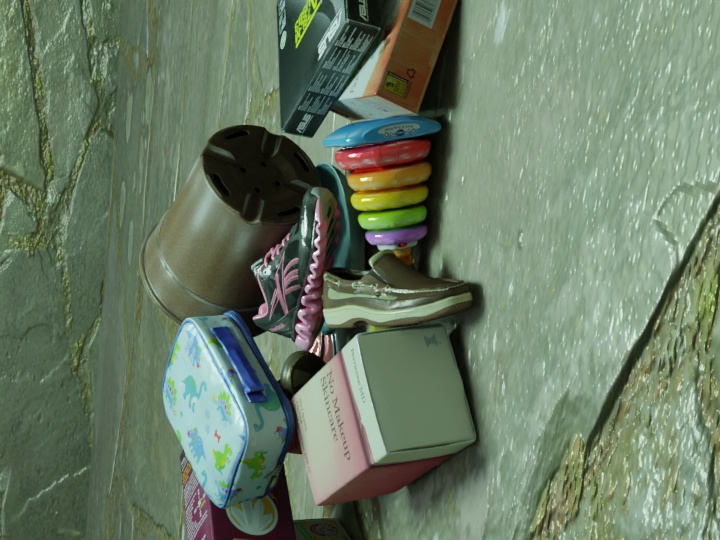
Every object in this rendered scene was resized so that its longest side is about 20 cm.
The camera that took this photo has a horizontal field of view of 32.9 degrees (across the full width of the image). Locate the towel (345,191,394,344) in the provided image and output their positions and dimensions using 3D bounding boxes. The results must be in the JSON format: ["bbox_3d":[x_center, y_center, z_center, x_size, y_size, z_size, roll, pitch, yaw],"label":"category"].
[{"bbox_3d":[0.000,0.000,1.421,0.144,0.022,0.204,142,123,-68],"label":"towel"}]

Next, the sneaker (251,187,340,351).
[{"bbox_3d":[-0.079,-0.006,1.371,0.079,0.094,0.203,-54,-22,-58],"label":"sneaker"}]

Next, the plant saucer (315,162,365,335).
[{"bbox_3d":[-0.032,-0.026,1.439,0.200,0.027,0.204,178,90,-72],"label":"plant saucer"}]

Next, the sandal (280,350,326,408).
[{"bbox_3d":[-0.060,0.149,1.449,0.200,0.054,0.083,49,-125,-59],"label":"sandal"}]

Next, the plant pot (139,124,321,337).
[{"bbox_3d":[-0.147,-0.053,1.473,0.199,0.197,0.203,123,143,-46],"label":"plant pot"}]

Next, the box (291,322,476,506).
[{"bbox_3d":[0.018,0.155,1.284,0.200,0.107,0.130,-48,53,56],"label":"box"}]

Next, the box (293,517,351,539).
[{"bbox_3d":[-0.050,0.398,1.487,0.200,0.100,0.114,-140,54,-64],"label":"box"}]

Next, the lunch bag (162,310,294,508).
[{"bbox_3d":[-0.154,0.158,1.414,0.201,0.081,0.162,54,138,37],"label":"lunch bag"}]

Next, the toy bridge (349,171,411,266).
[{"bbox_3d":[0.017,-0.051,1.442,0.068,0.027,0.202,110,152,-45],"label":"toy bridge"}]

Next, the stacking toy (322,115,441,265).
[{"bbox_3d":[0.034,-0.062,1.322,0.110,0.114,0.204,-166,67,-70],"label":"stacking toy"}]

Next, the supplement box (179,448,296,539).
[{"bbox_3d":[-0.149,0.285,1.479,0.202,0.109,0.086,-104,33,-43],"label":"supplement box"}]

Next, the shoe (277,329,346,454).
[{"bbox_3d":[-0.073,0.141,1.578,0.071,0.090,0.204,-157,70,-67],"label":"shoe"}]

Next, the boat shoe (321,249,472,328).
[{"bbox_3d":[0.028,0.017,1.269,0.200,0.074,0.076,-7,95,44],"label":"boat shoe"}]

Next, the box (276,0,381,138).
[{"bbox_3d":[-0.040,-0.285,1.363,0.200,0.047,0.196,130,145,-52],"label":"box"}]

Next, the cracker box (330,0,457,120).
[{"bbox_3d":[0.024,-0.240,1.344,0.200,0.057,0.136,10,80,69],"label":"cracker box"}]
